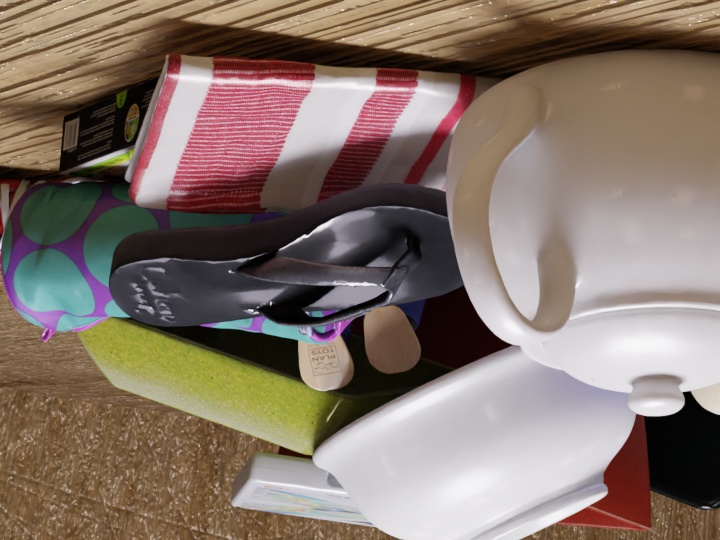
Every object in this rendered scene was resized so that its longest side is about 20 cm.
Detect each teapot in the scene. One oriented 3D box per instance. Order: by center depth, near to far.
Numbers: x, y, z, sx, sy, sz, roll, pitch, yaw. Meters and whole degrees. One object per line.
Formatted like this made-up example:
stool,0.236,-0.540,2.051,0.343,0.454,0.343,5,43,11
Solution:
teapot,0.129,-0.006,1.276,0.198,0.147,0.198,2,161,-5

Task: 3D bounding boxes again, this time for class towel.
towel,-0.009,-0.061,1.364,0.199,0.023,0.144,3,155,-13

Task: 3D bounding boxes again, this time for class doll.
doll,0.000,0.000,1.611,0.136,0.049,0.200,-15,-157,13

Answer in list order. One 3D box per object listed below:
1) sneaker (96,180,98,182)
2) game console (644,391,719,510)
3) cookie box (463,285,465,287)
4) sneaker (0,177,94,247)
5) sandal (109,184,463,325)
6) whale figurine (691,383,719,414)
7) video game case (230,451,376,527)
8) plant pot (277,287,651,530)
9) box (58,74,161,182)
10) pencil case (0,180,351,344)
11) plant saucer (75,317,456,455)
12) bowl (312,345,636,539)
sneaker,-0.078,-0.018,1.676,0.199,0.088,0.075,15,170,-43
game console,0.212,0.100,2.053,0.199,0.117,0.176,21,178,20
cookie box,0.183,-0.017,1.522,0.171,0.076,0.199,11,170,-43
sneaker,-0.239,-0.031,1.761,0.112,0.072,0.199,4,-179,44
sandal,-0.030,0.005,1.393,0.199,0.043,0.076,-11,139,18
whale figurine,0.277,0.013,1.685,0.158,0.104,0.200,-6,159,-41
video game case,0.013,0.145,1.746,0.181,0.022,0.200,8,171,-5
plant pot,0.079,0.067,1.838,0.199,0.178,0.200,2,170,25
box,-0.079,-0.071,1.477,0.109,0.035,0.200,9,172,-23
pencil case,-0.096,-0.003,1.516,0.199,0.093,0.085,3,-154,28
plant saucer,-0.055,0.063,1.666,0.199,0.048,0.199,18,-171,24
bowl,0.079,0.105,1.570,0.200,0.091,0.201,-23,170,-4
